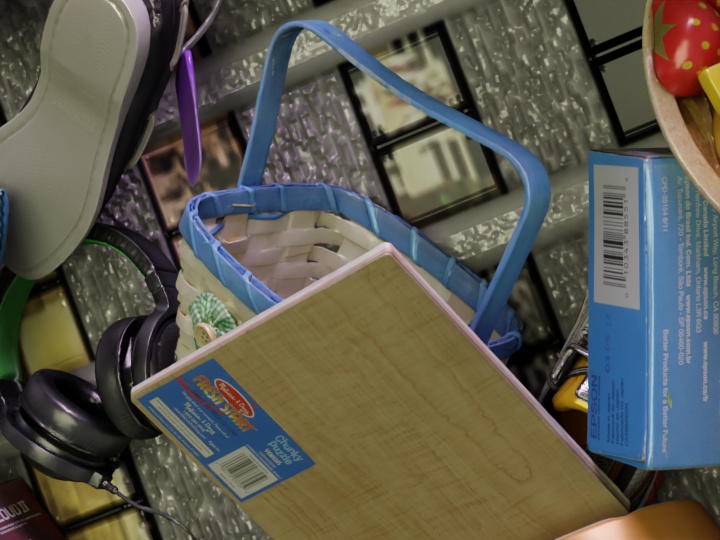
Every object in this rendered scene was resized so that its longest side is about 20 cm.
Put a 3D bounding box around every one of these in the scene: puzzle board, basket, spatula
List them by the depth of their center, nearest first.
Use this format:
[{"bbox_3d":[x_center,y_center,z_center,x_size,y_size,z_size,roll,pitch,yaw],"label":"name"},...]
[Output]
[{"bbox_3d":[0.011,0.083,1.375,0.150,0.017,0.200,-29,123,23],"label":"puzzle board"},{"bbox_3d":[0.000,0.000,1.428,0.176,0.139,0.201,34,115,35],"label":"basket"},{"bbox_3d":[-0.075,-0.141,1.484,0.020,0.057,0.201,11,75,-7],"label":"spatula"}]

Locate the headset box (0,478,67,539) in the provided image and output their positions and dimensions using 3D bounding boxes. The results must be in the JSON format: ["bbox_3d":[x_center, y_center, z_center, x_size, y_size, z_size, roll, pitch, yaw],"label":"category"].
[{"bbox_3d":[-0.199,0.220,1.567,0.149,0.075,0.200,-42,81,18],"label":"headset box"}]

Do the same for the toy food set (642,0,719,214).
[{"bbox_3d":[0.223,-0.088,1.344,0.199,0.199,0.049,61,151,9],"label":"toy food set"}]

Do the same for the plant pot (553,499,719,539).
[{"bbox_3d":[0.139,0.217,1.391,0.200,0.200,0.184,-28,74,20],"label":"plant pot"}]

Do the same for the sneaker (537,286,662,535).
[{"bbox_3d":[0.134,0.045,1.426,0.077,0.082,0.201,20,101,17],"label":"sneaker"}]

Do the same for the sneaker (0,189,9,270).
[{"bbox_3d":[-0.235,0.044,1.512,0.080,0.077,0.201,12,110,-4],"label":"sneaker"}]

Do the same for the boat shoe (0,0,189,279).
[{"bbox_3d":[-0.139,-0.079,1.486,0.074,0.060,0.201,36,131,16],"label":"boat shoe"}]

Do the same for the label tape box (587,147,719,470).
[{"bbox_3d":[0.207,0.014,1.389,0.199,0.063,0.145,-2,95,-24],"label":"label tape box"}]

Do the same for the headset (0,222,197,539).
[{"bbox_3d":[-0.122,0.071,1.541,0.123,0.094,0.201,-32,69,24],"label":"headset"}]
